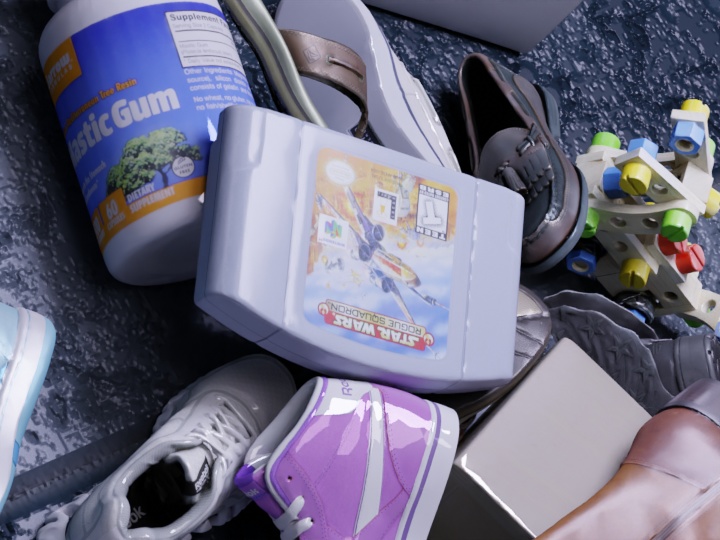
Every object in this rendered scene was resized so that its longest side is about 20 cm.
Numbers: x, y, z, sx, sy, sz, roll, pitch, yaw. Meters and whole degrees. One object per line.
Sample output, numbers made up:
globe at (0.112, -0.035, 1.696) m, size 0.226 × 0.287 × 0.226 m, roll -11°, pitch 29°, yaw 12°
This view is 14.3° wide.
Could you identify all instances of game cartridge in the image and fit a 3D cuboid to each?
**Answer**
game cartridge at (0.004, -0.004, 1.611) m, size 0.200 × 0.042 × 0.133 m, roll 16°, pitch 62°, yaw -29°

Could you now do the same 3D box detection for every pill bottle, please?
pill bottle at (-0.122, -0.102, 1.667) m, size 0.112 × 0.112 × 0.200 m, roll -8°, pitch 69°, yaw -35°

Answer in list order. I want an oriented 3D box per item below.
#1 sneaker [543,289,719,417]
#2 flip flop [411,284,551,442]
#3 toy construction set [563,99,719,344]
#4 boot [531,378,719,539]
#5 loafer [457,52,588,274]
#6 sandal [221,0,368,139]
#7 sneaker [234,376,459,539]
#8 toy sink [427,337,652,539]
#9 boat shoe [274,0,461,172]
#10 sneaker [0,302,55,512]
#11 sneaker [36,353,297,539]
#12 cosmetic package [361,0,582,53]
sneaker at (0.178, 0.106, 1.774) m, size 0.060 × 0.104 × 0.200 m, roll -61°, pitch 141°, yaw -67°
flip flop at (0.032, 0.083, 1.681) m, size 0.081 × 0.058 × 0.200 m, roll 35°, pitch 76°, yaw 14°
toy construction set at (0.196, -0.012, 1.791) m, size 0.200 × 0.131 × 0.092 m, roll 59°, pitch 40°, yaw -25°
boot at (0.200, 0.174, 1.599) m, size 0.188 × 0.068 × 0.200 m, roll 46°, pitch 51°, yaw 3°
loafer at (0.089, -0.068, 1.772) m, size 0.063 × 0.072 × 0.200 m, roll 41°, pitch 19°, yaw -24°
sandal at (-0.030, -0.123, 1.699) m, size 0.057 × 0.080 × 0.201 m, roll -30°, pitch 99°, yaw -3°
sneaker at (-0.027, 0.157, 1.584) m, size 0.114 × 0.073 × 0.201 m, roll 17°, pitch 83°, yaw -23°
toy sink at (0.134, 0.166, 1.683) m, size 0.200 × 0.112 × 0.130 m, roll 43°, pitch 50°, yaw 1°
boat shoe at (0.014, -0.093, 1.784) m, size 0.200 × 0.071 × 0.070 m, roll 59°, pitch 19°, yaw 19°
sneaker at (-0.246, 0.080, 1.514) m, size 0.130 × 0.080 × 0.200 m, roll 30°, pitch 43°, yaw -18°
sneaker at (-0.091, 0.108, 1.594) m, size 0.075 × 0.081 × 0.200 m, roll 45°, pitch 49°, yaw -1°
cosmetic package at (0.077, -0.281, 1.854) m, size 0.167 × 0.166 × 0.200 m, roll 15°, pitch 57°, yaw -25°
